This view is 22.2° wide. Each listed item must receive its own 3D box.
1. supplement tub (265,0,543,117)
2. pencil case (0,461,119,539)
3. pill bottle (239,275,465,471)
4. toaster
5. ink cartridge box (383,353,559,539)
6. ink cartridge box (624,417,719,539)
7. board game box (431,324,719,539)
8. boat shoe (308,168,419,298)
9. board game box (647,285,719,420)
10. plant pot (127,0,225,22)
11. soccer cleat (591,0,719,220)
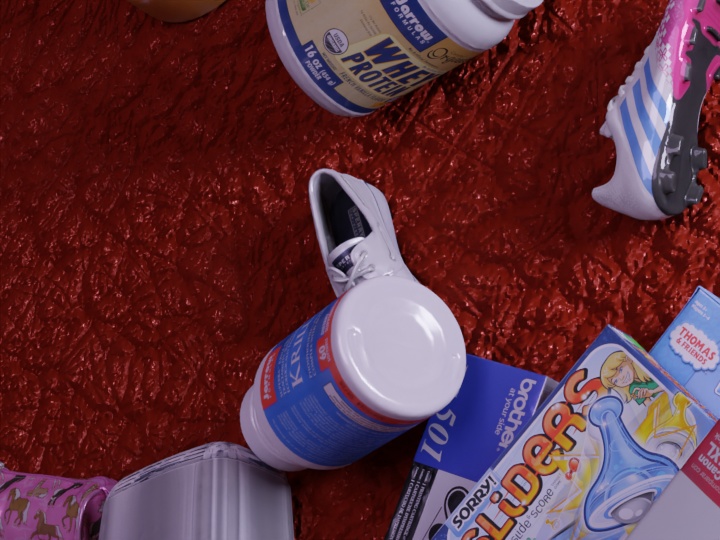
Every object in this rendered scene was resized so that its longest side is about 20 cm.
[{"bbox_3d":[0.038,-0.227,1.513,0.200,0.144,0.144,-26,55,32],"label":"supplement tub"},{"bbox_3d":[-0.278,0.221,1.632,0.200,0.087,0.083,1,39,42],"label":"pencil case"},{"bbox_3d":[-0.015,0.088,1.404,0.200,0.112,0.112,-38,45,53],"label":"pill bottle"},{"bbox_3d":[-0.129,0.222,1.472,0.200,0.114,0.129,-26,52,35],"label":"toaster"},{"bbox_3d":[0.080,0.167,1.357,0.094,0.044,0.200,15,80,43],"label":"ink cartridge box"},{"bbox_3d":[0.224,0.205,1.134,0.200,0.146,0.083,-53,44,9],"label":"ink cartridge box"},{"bbox_3d":[0.153,0.154,1.247,0.200,0.034,0.135,-52,47,9],"label":"board game box"},{"bbox_3d":[0.000,0.000,1.494,0.074,0.065,0.200,-41,48,19],"label":"boat shoe"},{"bbox_3d":[0.224,0.132,1.248,0.200,0.037,0.151,-54,45,9],"label":"board game box"},{"bbox_3d":[-0.211,-0.369,1.780,0.200,0.183,0.200,-20,58,35],"label":"plant pot"},{"bbox_3d":[0.219,-0.134,1.356,0.086,0.070,0.200,3,73,43],"label":"soccer cleat"}]
